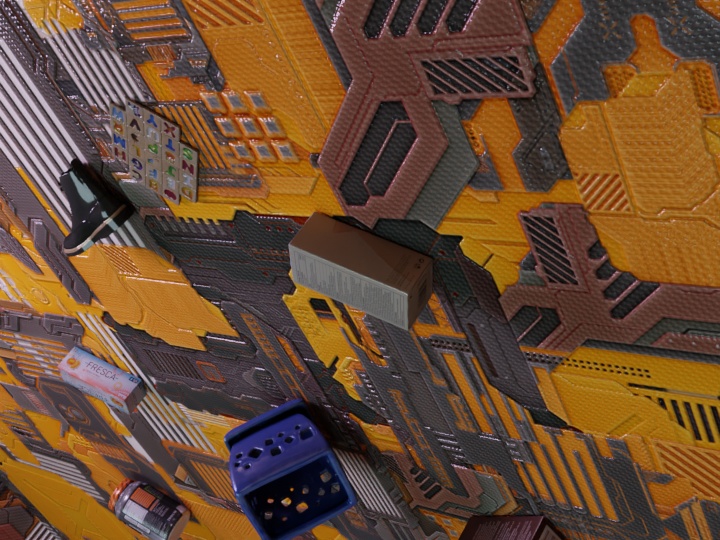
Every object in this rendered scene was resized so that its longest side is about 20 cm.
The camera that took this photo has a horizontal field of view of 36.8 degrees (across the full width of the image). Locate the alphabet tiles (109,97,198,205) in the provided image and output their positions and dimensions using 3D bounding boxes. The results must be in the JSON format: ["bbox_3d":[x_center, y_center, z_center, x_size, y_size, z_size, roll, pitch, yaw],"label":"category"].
[{"bbox_3d":[-0.328,-0.185,1.718,0.166,0.006,0.200,29,148,9],"label":"alphabet tiles"}]

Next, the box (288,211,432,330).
[{"bbox_3d":[0.000,0.000,1.583,0.200,0.078,0.095,24,146,19],"label":"box"}]

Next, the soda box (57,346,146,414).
[{"bbox_3d":[-0.591,0.251,2.475,0.200,0.068,0.064,23,146,20],"label":"soda box"}]

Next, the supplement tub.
[{"bbox_3d":[-0.573,0.652,2.932,0.200,0.123,0.123,28,147,13],"label":"supplement tub"}]

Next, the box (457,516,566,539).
[{"bbox_3d":[0.280,0.507,1.987,0.100,0.075,0.200,47,148,-17],"label":"box"}]

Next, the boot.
[{"bbox_3d":[-0.501,-0.113,1.926,0.200,0.077,0.138,-27,109,41],"label":"boot"}]

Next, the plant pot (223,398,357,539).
[{"bbox_3d":[-0.144,0.376,2.075,0.180,0.200,0.200,-121,8,-47],"label":"plant pot"}]
